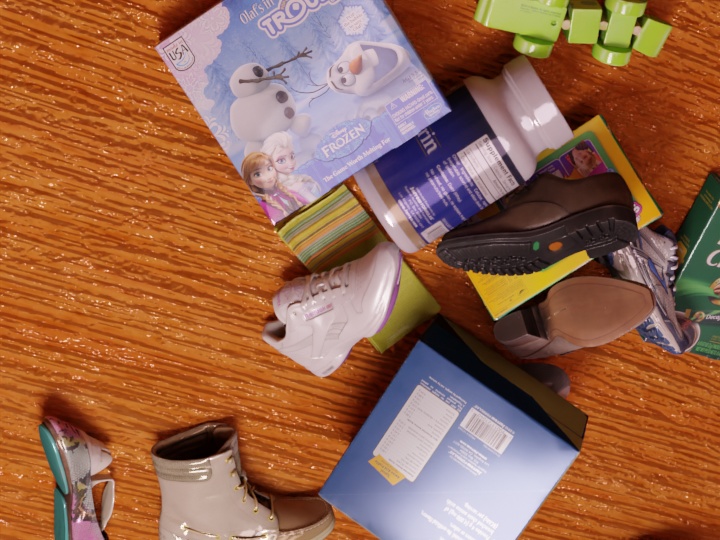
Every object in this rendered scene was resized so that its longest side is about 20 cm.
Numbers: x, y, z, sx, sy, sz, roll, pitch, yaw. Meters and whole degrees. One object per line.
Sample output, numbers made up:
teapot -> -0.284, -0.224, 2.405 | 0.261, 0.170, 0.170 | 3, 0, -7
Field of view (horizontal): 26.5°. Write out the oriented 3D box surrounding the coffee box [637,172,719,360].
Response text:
coffee box -> 0.391, -0.001, 1.659 | 0.122, 0.044, 0.201 | 14, 117, -21

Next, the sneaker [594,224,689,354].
sneaker -> 0.304, -0.003, 1.601 | 0.085, 0.077, 0.201 | -34, 106, -7

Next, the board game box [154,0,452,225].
board game box -> -0.051, -0.178, 1.405 | 0.199, 0.043, 0.200 | -33, 102, 8

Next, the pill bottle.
pill bottle -> 0.098, -0.115, 1.475 | 0.199, 0.116, 0.116 | -33, 123, 7

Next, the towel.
towel -> 0.000, 0.000, 1.581 | 0.086, 0.018, 0.200 | -34, 123, 9

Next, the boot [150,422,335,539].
boot -> -0.126, 0.238, 1.670 | 0.198, 0.072, 0.156 | -7, 120, -9

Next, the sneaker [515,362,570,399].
sneaker -> 0.152, 0.172, 1.701 | 0.200, 0.071, 0.080 | -33, 129, 17

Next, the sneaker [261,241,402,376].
sneaker -> -0.030, 0.034, 1.535 | 0.099, 0.075, 0.200 | 26, 133, -17

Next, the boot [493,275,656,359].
boot -> 0.236, 0.049, 1.585 | 0.199, 0.071, 0.146 | -11, 171, 32

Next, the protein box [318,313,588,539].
protein box -> 0.099, 0.193, 1.596 | 0.198, 0.135, 0.201 | 34, 105, 5

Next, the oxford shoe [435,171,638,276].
oxford shoe -> 0.168, -0.048, 1.483 | 0.199, 0.085, 0.073 | -12, 149, 17

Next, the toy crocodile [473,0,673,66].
toy crocodile -> 0.205, -0.241, 1.462 | 0.198, 0.062, 0.068 | 5, 120, -11

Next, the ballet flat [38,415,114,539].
ballet flat -> -0.297, 0.224, 1.627 | 0.071, 0.069, 0.201 | -18, 130, -24

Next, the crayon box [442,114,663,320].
crayon box -> 0.188, -0.052, 1.535 | 0.199, 0.058, 0.119 | -32, 87, 8
